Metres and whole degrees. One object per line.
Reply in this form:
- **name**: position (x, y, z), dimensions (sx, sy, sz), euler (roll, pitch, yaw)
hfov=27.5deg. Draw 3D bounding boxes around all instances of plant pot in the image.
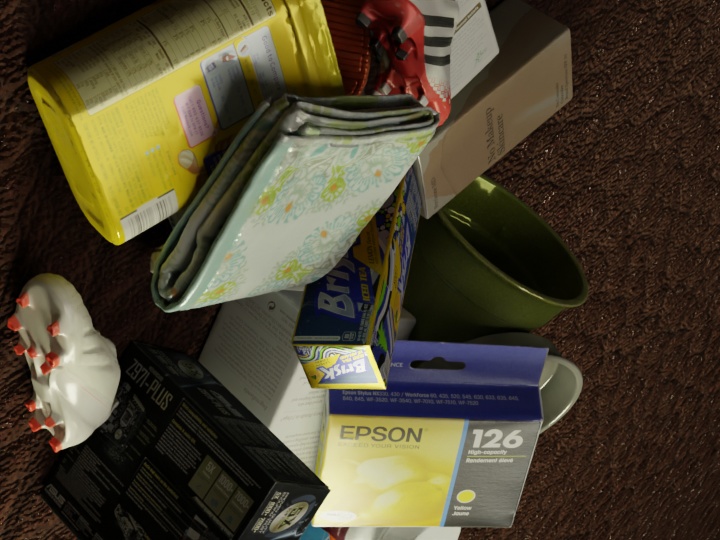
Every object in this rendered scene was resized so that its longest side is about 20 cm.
- **plant pot**: position (0.087, 0.030, 1.434), dimensions (0.199, 0.200, 0.191), euler (2, 132, -53)

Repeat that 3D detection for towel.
- **towel**: position (-0.046, -0.050, 1.081), dimensions (0.170, 0.048, 0.200), euler (-7, 144, -48)

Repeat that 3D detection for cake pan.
- **cake pan**: position (0.113, 0.122, 1.404), dimensions (0.198, 0.037, 0.201), euler (-14, 148, -9)

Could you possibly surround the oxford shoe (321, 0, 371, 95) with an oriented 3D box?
- **oxford shoe**: position (-0.028, -0.143, 1.177), dimensions (0.073, 0.071, 0.202), euler (-60, 165, -63)

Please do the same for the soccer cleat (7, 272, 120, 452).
- **soccer cleat**: position (-0.226, 0.062, 1.153), dimensions (0.077, 0.069, 0.201), euler (-37, 153, -32)

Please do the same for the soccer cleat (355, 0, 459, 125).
- **soccer cleat**: position (0.045, -0.174, 1.118), dimensions (0.086, 0.068, 0.200), euler (-58, 160, -14)

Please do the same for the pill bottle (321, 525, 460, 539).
- **pill bottle**: position (-0.001, 0.221, 1.475), dimensions (0.114, 0.200, 0.115), euler (-32, 144, -27)

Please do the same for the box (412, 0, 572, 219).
- **box**: position (0.099, -0.150, 1.341), dimensions (0.200, 0.078, 0.095), euler (-41, 145, -20)

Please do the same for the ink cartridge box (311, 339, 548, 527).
- **ink cartridge box**: position (0.060, 0.152, 1.329), dimensions (0.195, 0.047, 0.201), euler (2, 131, -8)

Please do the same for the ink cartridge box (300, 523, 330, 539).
- **ink cartridge box**: position (-0.146, 0.313, 1.431), dimensions (0.199, 0.144, 0.148), euler (-33, 144, -28)

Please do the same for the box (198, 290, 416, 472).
- **box**: position (-0.066, 0.102, 1.358), dimensions (0.152, 0.106, 0.201), euler (0, 122, -53)

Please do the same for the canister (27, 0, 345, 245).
- **canister**: position (-0.120, -0.125, 1.045), dimensions (0.199, 0.086, 0.150), euler (-31, 131, -19)

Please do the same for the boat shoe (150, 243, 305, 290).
- **boat shoe**: position (-0.093, -0.022, 1.203), dimensions (0.199, 0.070, 0.071), euler (3, 95, -51)

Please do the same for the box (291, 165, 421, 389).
- **box**: position (0.000, 0.000, 1.230), dimensions (0.065, 0.069, 0.202), euler (69, 26, -47)

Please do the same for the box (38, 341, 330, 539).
- **box**: position (-0.151, 0.186, 1.241), dimensions (0.165, 0.200, 0.086), euler (-57, 147, 8)

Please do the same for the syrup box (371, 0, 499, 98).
- **syrup box**: position (0.044, -0.231, 1.188), dimensions (0.081, 0.079, 0.201), euler (-44, 148, -12)

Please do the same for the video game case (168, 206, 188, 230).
- **video game case**: position (-0.080, -0.104, 1.210), dimensions (0.200, 0.022, 0.183), euler (-40, 147, -19)
